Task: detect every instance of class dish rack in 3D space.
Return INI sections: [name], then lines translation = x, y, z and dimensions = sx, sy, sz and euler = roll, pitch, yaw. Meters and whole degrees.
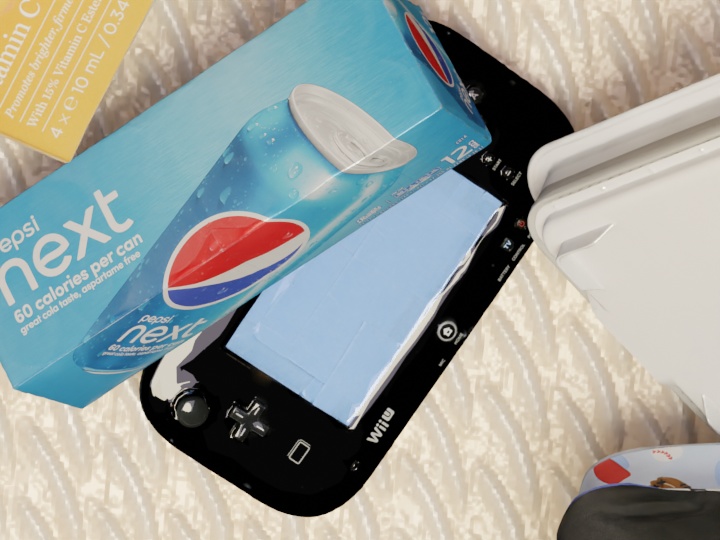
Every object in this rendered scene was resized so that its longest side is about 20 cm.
[dish rack]
translation = 0.166, 0.003, 1.086
dimensions = 0.172, 0.200, 0.044
euler = 44, 53, -21

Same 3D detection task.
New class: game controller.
[game controller]
translation = 0.000, 0.000, 1.150
dimensions = 0.104, 0.042, 0.200
euler = 34, 95, -8

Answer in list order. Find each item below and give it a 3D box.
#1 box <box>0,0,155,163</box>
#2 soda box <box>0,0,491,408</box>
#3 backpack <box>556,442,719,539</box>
[box]
translation = -0.171, -0.146, 1.054
dimensions = 0.199, 0.098, 0.125
euler = 23, 109, -21
[soda box]
translation = -0.054, -0.029, 1.100
dimensions = 0.199, 0.064, 0.068
euler = -33, 71, 13
[backpack]
translation = 0.155, 0.165, 1.122
dimensions = 0.199, 0.154, 0.191
euler = 1, 123, 1
